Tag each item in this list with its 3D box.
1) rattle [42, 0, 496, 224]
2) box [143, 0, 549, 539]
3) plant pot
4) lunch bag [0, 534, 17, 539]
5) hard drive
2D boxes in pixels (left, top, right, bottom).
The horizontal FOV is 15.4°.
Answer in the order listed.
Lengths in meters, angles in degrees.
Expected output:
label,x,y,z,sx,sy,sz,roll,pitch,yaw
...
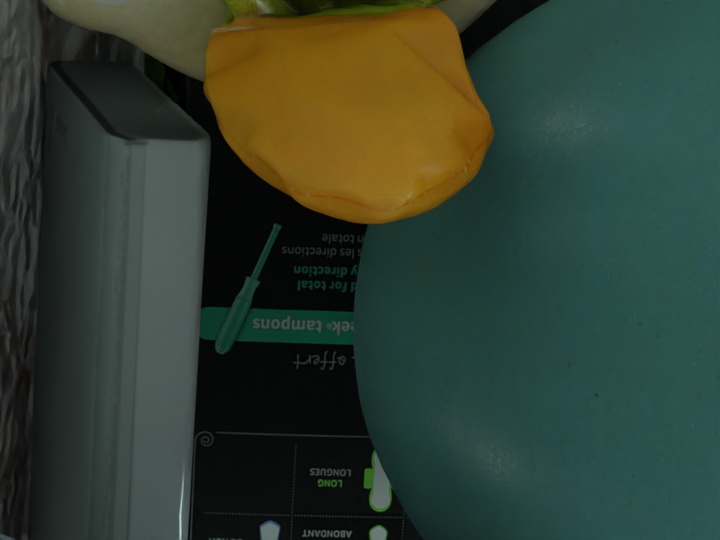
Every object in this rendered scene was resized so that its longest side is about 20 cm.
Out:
label,x,y,z,sx,sy,sz,roll,pitch,yaw
rattle,0.002,-0.127,0.552,0.143,0.129,0.201,-65,180,-80
box,0.000,0.000,0.747,0.149,0.123,0.202,-123,-145,-74
plant pot,0.095,0.016,0.596,0.200,0.160,0.202,-15,110,-46
lunch bag,-0.062,0.115,0.524,0.200,0.169,0.125,-57,154,-69
hard drive,-0.066,0.055,0.683,0.132,0.026,0.202,-138,-130,-72
